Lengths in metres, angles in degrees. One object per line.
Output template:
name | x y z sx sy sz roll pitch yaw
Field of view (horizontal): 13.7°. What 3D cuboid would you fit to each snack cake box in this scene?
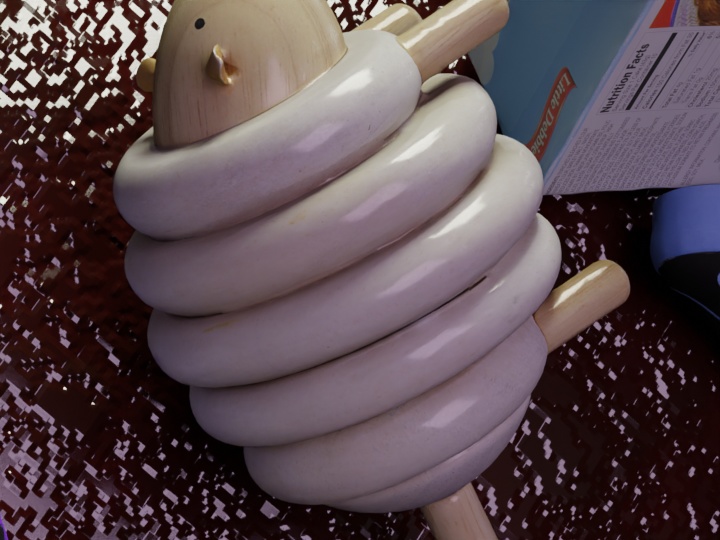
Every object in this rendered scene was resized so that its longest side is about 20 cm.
snack cake box | 0.124 -0.112 0.907 0.114 0.200 0.067 -3 53 -28

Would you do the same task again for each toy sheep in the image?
toy sheep | 0.000 0.000 0.867 0.138 0.138 0.201 -33 103 -28

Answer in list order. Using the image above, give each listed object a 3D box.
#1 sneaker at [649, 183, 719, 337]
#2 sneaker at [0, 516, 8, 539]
sneaker | 0.175 0.040 0.983 0.199 0.070 0.078 25 66 -22
sneaker | -0.131 0.052 0.801 0.069 0.099 0.201 -23 95 -29
